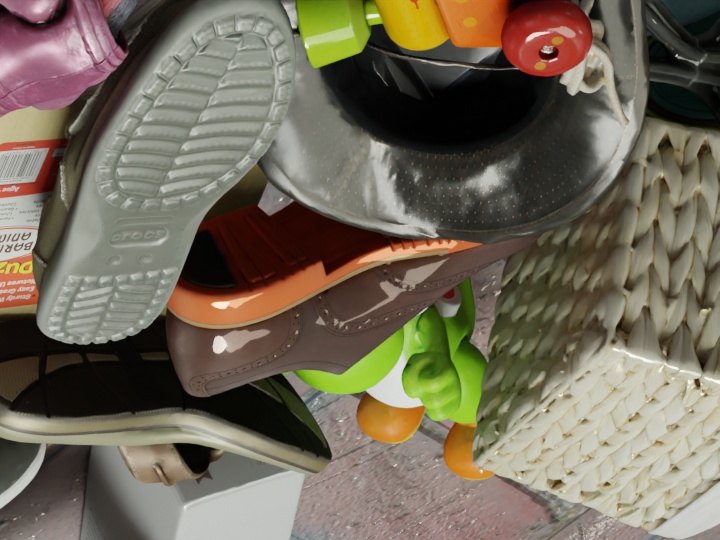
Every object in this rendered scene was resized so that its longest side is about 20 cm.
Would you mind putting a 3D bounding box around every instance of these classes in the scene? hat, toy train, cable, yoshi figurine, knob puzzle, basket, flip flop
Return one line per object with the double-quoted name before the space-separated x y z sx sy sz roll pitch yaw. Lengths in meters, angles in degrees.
"hat" 0.032 -0.110 1.117 0.200 0.081 0.201 5 127 6
"toy train" 0.028 -0.101 1.012 0.116 0.085 0.200 -13 141 10
"cable" 0.154 -0.097 1.223 0.200 0.050 0.097 1 114 -32
"yoshi figurine" 0.008 0.042 1.316 0.112 0.112 0.200 -23 144 5
"knob puzzle" -0.134 -0.017 1.178 0.219 0.030 0.220 -23 149 -15
"basket" 0.144 0.027 1.249 0.123 0.136 0.200 17 155 -12
"flip flop" -0.101 0.067 1.221 0.200 0.081 0.058 5 130 -40

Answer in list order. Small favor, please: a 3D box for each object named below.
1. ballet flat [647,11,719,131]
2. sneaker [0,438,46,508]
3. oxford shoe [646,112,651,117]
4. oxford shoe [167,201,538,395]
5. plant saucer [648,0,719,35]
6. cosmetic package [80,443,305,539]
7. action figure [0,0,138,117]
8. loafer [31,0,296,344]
"ballet flat" 0.219 -0.110 1.326 0.200 0.067 0.067 -24 170 -16
"sneaker" -0.220 0.070 1.186 0.200 0.071 0.099 -3 145 -32
"oxford shoe" 0.118 -0.066 1.313 0.200 0.071 0.073 37 72 -49
"oxford shoe" 0.000 0.000 1.206 0.200 0.071 0.073 -16 130 -24
"plant saucer" 0.147 -0.185 1.172 0.201 0.039 0.201 -22 149 -14
"cosmetic package" -0.089 0.127 1.359 0.074 0.102 0.200 -17 148 -24
"action figure" -0.150 -0.078 0.974 0.200 0.149 0.134 -22 145 13
"loafer" -0.090 -0.052 1.068 0.075 0.070 0.200 1 141 -33
